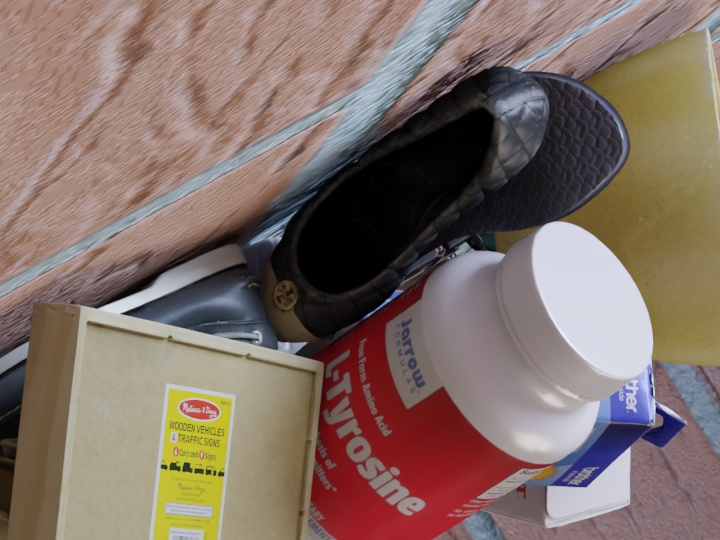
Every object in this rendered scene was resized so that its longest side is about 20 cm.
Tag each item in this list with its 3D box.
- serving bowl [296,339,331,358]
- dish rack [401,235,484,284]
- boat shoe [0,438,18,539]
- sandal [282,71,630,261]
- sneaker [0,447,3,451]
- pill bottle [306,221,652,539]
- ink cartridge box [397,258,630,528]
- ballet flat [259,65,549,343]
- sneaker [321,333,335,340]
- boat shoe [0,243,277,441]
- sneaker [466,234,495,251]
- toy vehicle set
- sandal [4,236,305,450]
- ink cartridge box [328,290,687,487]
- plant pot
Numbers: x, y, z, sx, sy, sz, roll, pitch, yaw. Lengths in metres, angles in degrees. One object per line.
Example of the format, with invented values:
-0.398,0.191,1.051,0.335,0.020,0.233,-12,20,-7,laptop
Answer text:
-0.098,0.111,1.625,0.199,0.066,0.200,-21,-176,2,serving bowl
0.000,0.000,1.498,0.153,0.055,0.200,-30,177,-6,dish rack
-0.124,0.109,1.158,0.063,0.073,0.200,-47,146,13,boat shoe
0.047,-0.045,1.256,0.199,0.077,0.043,-23,179,30,sandal
-0.199,0.131,1.349,0.199,0.077,0.089,-19,151,-36,sneaker
0.045,0.062,1.241,0.200,0.113,0.112,-36,173,35,pill bottle
0.081,0.075,1.645,0.085,0.148,0.199,-7,-168,-42,ink cartridge box
0.011,-0.033,1.210,0.200,0.067,0.057,-43,164,29,ballet flat
-0.024,0.100,1.762,0.199,0.147,0.081,-33,175,19,sneaker
-0.124,0.053,1.193,0.199,0.062,0.073,-28,175,-31,boat shoe
0.098,-0.033,1.650,0.080,0.072,0.200,-38,175,20,sneaker
-0.085,0.091,1.138,0.026,0.125,0.200,2,172,31,toy vehicle set
-0.098,0.056,1.282,0.206,0.079,0.059,-31,173,-32,sandal
0.084,0.070,1.426,0.198,0.077,0.137,2,160,-11,ink cartridge box
0.153,-0.033,1.487,0.141,0.202,0.200,-8,179,9,plant pot
